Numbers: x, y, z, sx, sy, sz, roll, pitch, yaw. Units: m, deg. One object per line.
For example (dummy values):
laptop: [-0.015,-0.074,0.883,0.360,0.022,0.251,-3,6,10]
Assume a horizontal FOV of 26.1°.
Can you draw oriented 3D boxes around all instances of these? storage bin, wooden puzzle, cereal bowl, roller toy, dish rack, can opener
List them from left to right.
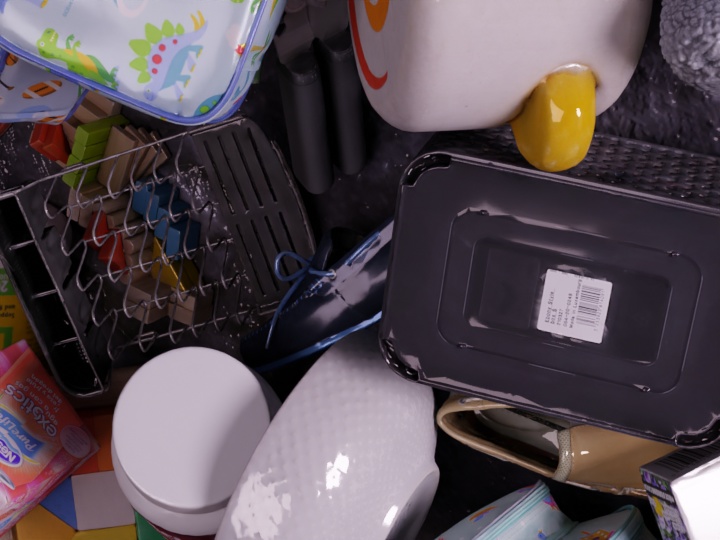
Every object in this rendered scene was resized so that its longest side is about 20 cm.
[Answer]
wooden puzzle: [-0.190,0.165,1.136,0.197,0.037,0.188,-5,106,-2]
dish rack: [-0.132,-0.014,1.036,0.198,0.055,0.155,-16,113,12]
can opener: [-0.031,-0.131,0.932,0.067,0.052,0.201,48,160,37]
cereal bowl: [-0.008,0.143,0.960,0.083,0.200,0.202,27,119,16]
roller toy: [0.073,-0.166,0.809,0.201,0.138,0.184,-111,21,-55]
storage bin: [0.120,0.001,0.863,0.198,0.094,0.137,13,113,13]

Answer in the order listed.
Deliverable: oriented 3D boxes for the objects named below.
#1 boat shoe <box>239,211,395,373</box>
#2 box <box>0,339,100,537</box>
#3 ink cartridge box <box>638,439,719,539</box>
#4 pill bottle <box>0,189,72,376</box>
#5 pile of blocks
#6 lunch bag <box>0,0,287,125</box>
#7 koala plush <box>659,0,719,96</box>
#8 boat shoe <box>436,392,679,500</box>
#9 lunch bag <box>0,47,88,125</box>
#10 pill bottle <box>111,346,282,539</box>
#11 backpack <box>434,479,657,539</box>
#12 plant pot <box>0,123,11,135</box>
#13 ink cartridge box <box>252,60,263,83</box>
boat shoe: [0.000,0.000,0.996,0.199,0.084,0.069,-31,87,20]
box: [-0.287,0.150,1.069,0.200,0.102,0.095,-41,84,34]
ink cartridge box: [0.240,0.183,0.863,0.050,0.108,0.202,-169,58,-76]
pill bottle: [-0.281,0.051,1.172,0.110,0.111,0.202,23,117,26]
pile of blocks: [-0.171,-0.048,1.096,0.082,0.062,0.201,-38,83,36]
lunch bag: [-0.105,-0.190,0.811,0.159,0.082,0.202,22,99,1]
koala plush: [0.248,-0.189,0.729,0.176,0.182,0.203,-12,78,48]
boat shoe: [0.138,0.105,0.927,0.198,0.076,0.073,6,107,31]
lunch bag: [-0.206,-0.189,0.964,0.200,0.075,0.162,-38,61,55]
pill bottle: [-0.100,0.119,1.007,0.114,0.114,0.200,47,169,12]
backpack: [0.099,0.217,0.928,0.199,0.175,0.155,-30,87,41]
plant pot: [-0.374,-0.166,1.112,0.199,0.195,0.203,11,111,31]
ink cartridge box: [-0.109,-0.232,0.947,0.145,0.087,0.202,43,131,49]
